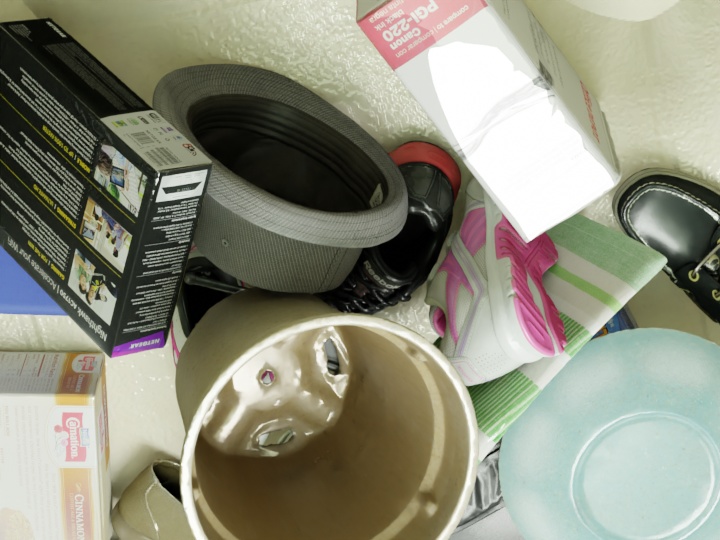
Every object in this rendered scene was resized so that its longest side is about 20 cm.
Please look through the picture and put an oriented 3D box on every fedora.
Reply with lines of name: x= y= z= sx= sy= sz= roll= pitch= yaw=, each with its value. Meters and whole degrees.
fedora: x=-0.063 y=-0.052 z=1.531 sx=0.200 sy=0.176 sz=0.091 roll=40 pitch=123 yaw=28

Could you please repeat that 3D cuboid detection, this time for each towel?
towel: x=0.113 y=0.047 z=1.563 sx=0.200 sy=0.152 sz=0.023 roll=-45 pitch=115 yaw=-5

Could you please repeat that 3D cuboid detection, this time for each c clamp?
c clamp: x=-0.067 y=0.106 z=1.606 sx=0.170 sy=0.027 sz=0.201 roll=8 pitch=104 yaw=-20

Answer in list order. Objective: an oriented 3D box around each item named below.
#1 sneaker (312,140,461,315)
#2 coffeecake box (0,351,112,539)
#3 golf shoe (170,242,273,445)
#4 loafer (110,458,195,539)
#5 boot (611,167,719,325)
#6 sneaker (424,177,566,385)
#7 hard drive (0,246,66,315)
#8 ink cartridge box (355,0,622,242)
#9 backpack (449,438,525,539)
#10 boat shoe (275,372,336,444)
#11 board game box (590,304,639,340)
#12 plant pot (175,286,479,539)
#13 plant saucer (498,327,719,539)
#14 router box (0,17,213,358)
sneaker: x=0.000 y=0.000 z=1.606 sx=0.071 sy=0.098 sz=0.201 roll=33 pitch=113 yaw=-16
coffeecake box: x=-0.294 y=0.144 z=1.694 sx=0.199 sy=0.073 sz=0.154 roll=1 pitch=116 yaw=1
golf shoe: x=-0.108 y=0.057 z=1.639 sx=0.072 sy=0.092 sz=0.201 roll=-10 pitch=117 yaw=5
loafer: x=-0.093 y=0.202 z=1.717 sx=0.199 sy=0.076 sz=0.068 roll=15 pitch=122 yaw=-6
boot: x=0.274 y=0.016 z=1.575 sx=0.203 sy=0.154 sz=0.074 roll=38 pitch=105 yaw=-17
sneaker: x=0.084 y=0.004 z=1.550 sx=0.088 sy=0.200 sz=0.081 roll=-31 pitch=117 yaw=21
hard drive: x=-0.247 y=-0.030 z=1.635 sx=0.199 sy=0.025 sz=0.133 roll=1 pitch=116 yaw=0
ink cartridge box: x=0.086 y=-0.138 z=1.510 sx=0.085 sy=0.146 sz=0.200 roll=-35 pitch=110 yaw=15
backpack: x=0.100 y=0.175 z=1.660 sx=0.189 sy=0.154 sz=0.201 roll=-18 pitch=110 yaw=0
boat shoe: x=-0.042 y=0.156 z=1.670 sx=0.071 sy=0.063 sz=0.201 roll=32 pitch=94 yaw=-18
board game box: x=0.215 y=0.112 z=1.636 sx=0.034 sy=0.136 sz=0.201 roll=-25 pitch=112 yaw=12
plant pot: x=-0.044 y=0.099 z=1.496 sx=0.199 sy=0.183 sz=0.202 roll=-5 pitch=108 yaw=-17
plant saucer: x=0.197 y=0.139 z=1.550 sx=0.200 sy=0.039 sz=0.202 roll=-2 pitch=112 yaw=-4
router box: x=-0.191 y=-0.059 z=1.502 sx=0.051 sy=0.200 sz=0.150 roll=-11 pitch=131 yaw=-41
